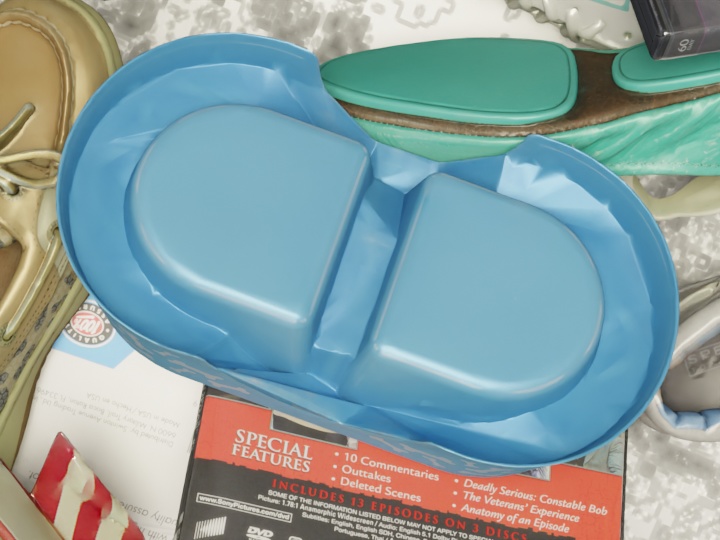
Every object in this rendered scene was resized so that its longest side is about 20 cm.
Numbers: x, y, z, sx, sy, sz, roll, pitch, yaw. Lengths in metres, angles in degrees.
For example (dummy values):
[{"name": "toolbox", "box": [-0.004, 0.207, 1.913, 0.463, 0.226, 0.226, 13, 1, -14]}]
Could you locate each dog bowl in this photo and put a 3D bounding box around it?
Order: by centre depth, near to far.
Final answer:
[{"name": "dog bowl", "box": [0.000, 0.000, 0.702, 0.199, 0.050, 0.112, 20, 67, -1]}]

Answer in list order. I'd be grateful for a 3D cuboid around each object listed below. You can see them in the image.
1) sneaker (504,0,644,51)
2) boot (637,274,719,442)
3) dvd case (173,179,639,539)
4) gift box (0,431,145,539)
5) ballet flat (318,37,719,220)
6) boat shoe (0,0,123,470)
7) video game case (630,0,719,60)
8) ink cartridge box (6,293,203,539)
[{"name": "sneaker", "box": [0.077, -0.112, 0.775, 0.199, 0.070, 0.081, -2, 101, 0]}, {"name": "boot", "box": [0.187, 0.015, 0.773, 0.199, 0.096, 0.074, -23, 95, 3]}, {"name": "dvd case", "box": [0.021, 0.032, 0.742, 0.145, 0.022, 0.201, 12, 53, -6]}, {"name": "gift box", "box": [-0.138, 0.171, 0.674, 0.184, 0.187, 0.200, -25, 114, 8]}, {"name": "ballet flat", "box": [0.081, -0.045, 0.750, 0.199, 0.067, 0.071, -5, 120, 11]}, {"name": "boat shoe", "box": [-0.132, 0.002, 0.729, 0.073, 0.063, 0.201, 17, 94, 23]}, {"name": "video game case", "box": [0.172, -0.146, 0.739, 0.199, 0.019, 0.143, -9, 63, -12]}, {"name": "ink cartridge box", "box": [-0.087, 0.095, 0.797, 0.116, 0.068, 0.201, 19, 95, -1]}]
